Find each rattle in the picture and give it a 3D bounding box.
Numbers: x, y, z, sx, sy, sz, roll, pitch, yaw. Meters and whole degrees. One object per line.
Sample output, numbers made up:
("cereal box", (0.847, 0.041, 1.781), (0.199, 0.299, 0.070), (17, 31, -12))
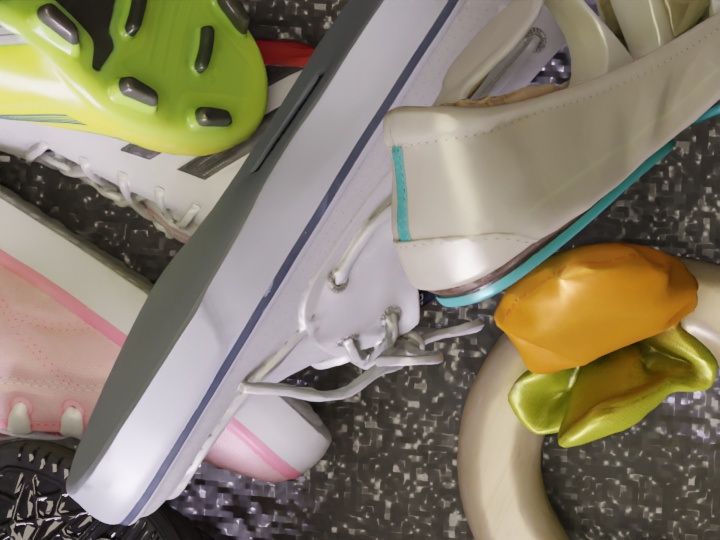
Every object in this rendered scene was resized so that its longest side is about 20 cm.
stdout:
("rattle", (0.086, 0.096, 0.827), (0.130, 0.143, 0.201), (8, 90, -6))

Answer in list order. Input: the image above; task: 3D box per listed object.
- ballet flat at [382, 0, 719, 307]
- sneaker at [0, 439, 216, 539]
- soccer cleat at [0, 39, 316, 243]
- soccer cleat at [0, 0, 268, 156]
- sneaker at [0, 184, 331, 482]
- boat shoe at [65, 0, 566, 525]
("ballet flat", (0.077, -0.059, 0.792), (0.069, 0.200, 0.070), (24, 130, 33))
("sneaker", (-0.031, 0.120, 0.869), (0.200, 0.104, 0.060), (38, 101, 8))
("soccer cleat", (-0.051, -0.035, 0.881), (0.199, 0.069, 0.086), (2, 83, 8))
("soccer cleat", (-0.120, -0.072, 0.805), (0.084, 0.200, 0.065), (-29, 55, 51))
("sneaker", (-0.110, 0.036, 0.891), (0.200, 0.075, 0.105), (32, 88, 17))
("boat shoe", (-0.001, -0.001, 0.816), (0.086, 0.075, 0.202), (35, 80, -12))
